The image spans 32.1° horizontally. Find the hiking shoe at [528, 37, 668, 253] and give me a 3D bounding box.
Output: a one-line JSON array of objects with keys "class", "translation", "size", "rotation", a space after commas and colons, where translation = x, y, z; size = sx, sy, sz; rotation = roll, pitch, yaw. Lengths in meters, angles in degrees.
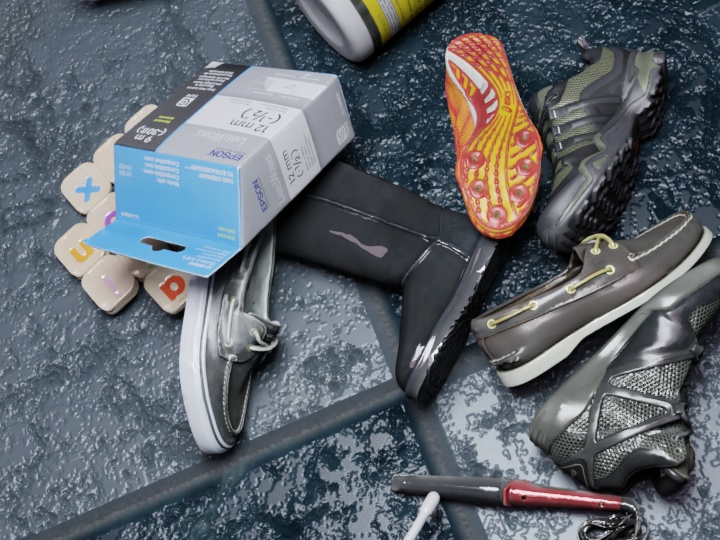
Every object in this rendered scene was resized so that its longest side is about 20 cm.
[{"class": "hiking shoe", "translation": [0.179, -0.103, 1.030], "size": [0.100, 0.076, 0.201], "rotation": [18, 63, 28]}]

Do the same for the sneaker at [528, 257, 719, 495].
[{"class": "sneaker", "translation": [0.230, 0.088, 0.931], "size": [0.199, 0.076, 0.114], "rotation": [-45, 67, -5]}]

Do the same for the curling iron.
[{"class": "curling iron", "translation": [0.117, 0.178, 0.942], "size": [0.197, 0.026, 0.050], "rotation": [11, 67, 17]}]

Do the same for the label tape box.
[{"class": "label tape box", "translation": [-0.120, -0.088, 1.009], "size": [0.142, 0.067, 0.200], "rotation": [13, 43, 35]}]

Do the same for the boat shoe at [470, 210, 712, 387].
[{"class": "boat shoe", "translation": [0.179, 0.010, 0.967], "size": [0.200, 0.072, 0.061], "rotation": [-35, 96, -2]}]

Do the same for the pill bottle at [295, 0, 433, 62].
[{"class": "pill bottle", "translation": [0.037, -0.289, 1.110], "size": [0.200, 0.113, 0.113], "rotation": [-41, 65, -6]}]

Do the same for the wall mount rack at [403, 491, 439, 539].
[{"class": "wall mount rack", "translation": [0.065, 0.260, 0.891], "size": [0.198, 0.075, 0.176], "rotation": [21, 83, 20]}]

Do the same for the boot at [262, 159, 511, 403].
[{"class": "boot", "translation": [0.000, -0.001, 1.022], "size": [0.198, 0.066, 0.166], "rotation": [23, 66, 17]}]

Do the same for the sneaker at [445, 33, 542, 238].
[{"class": "sneaker", "translation": [0.110, -0.105, 1.031], "size": [0.072, 0.078, 0.202], "rotation": [-5, 54, 4]}]

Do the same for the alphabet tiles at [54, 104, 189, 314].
[{"class": "alphabet tiles", "translation": [-0.176, -0.057, 1.110], "size": [0.200, 0.015, 0.195], "rotation": [-43, 58, -7]}]

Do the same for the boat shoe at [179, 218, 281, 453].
[{"class": "boat shoe", "translation": [-0.100, 0.045, 1.005], "size": [0.070, 0.072, 0.203], "rotation": [-1, 83, 16]}]
